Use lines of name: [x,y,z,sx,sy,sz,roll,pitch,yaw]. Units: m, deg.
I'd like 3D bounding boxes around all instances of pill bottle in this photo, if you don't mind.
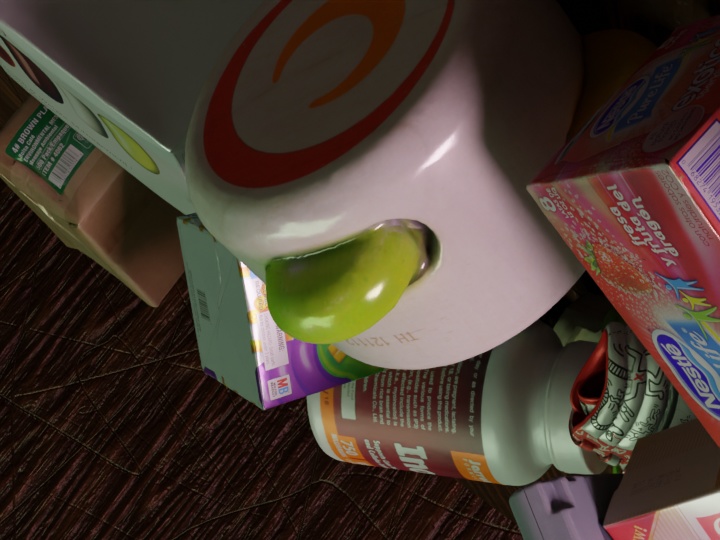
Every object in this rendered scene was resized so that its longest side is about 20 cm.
pill bottle: [0.072,0.085,0.978,0.198,0.114,0.113,3,153,30]

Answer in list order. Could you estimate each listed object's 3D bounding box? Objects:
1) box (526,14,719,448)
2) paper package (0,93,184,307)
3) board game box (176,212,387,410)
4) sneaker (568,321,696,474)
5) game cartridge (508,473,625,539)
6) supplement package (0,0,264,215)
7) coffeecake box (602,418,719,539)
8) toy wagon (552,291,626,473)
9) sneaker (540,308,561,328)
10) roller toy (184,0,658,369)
box: [0.171,0.008,0.538,0.200,0.103,0.094,50,161,-15]
paper package: [-0.158,-0.102,1.081,0.103,0.201,0.191,33,169,21]
board game box: [0.000,0.000,0.905,0.103,0.198,0.106,20,123,60]
sneaker: [0.179,0.114,0.891,0.106,0.068,0.203,5,126,2]
game cartridge: [0.152,0.173,0.753,0.199,0.041,0.135,13,-125,-58]
supplement package: [-0.131,-0.155,0.886,0.190,0.148,0.200,37,172,7]
coffeecake box: [0.241,0.157,0.704,0.153,0.073,0.201,-27,107,39]
toy wagon: [0.208,0.110,1.009,0.201,0.039,0.156,51,160,16]
sneaker: [0.115,0.039,1.095,0.081,0.078,0.199,11,174,43]
roller toy: [0.026,-0.057,0.657,0.140,0.200,0.182,43,180,-37]
